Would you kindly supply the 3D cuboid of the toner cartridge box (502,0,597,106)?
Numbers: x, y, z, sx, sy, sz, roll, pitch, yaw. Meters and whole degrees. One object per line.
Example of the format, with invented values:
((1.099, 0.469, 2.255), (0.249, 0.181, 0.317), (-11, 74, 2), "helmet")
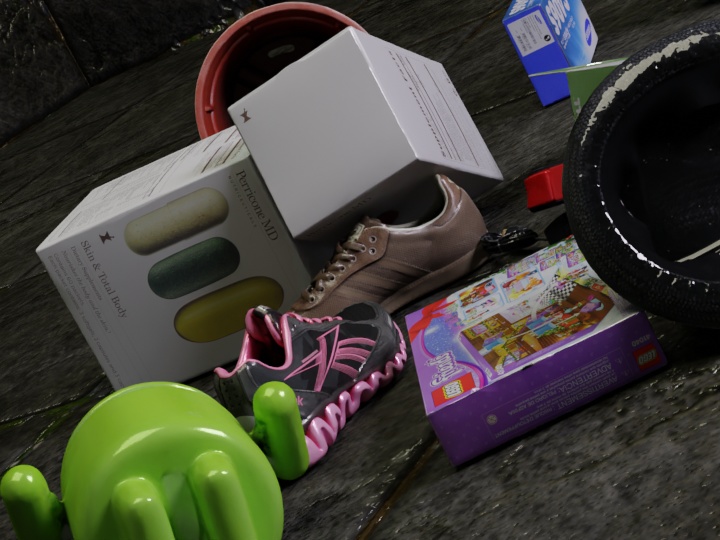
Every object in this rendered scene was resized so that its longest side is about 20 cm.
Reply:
((0.190, -0.238, 1.832), (0.043, 0.095, 0.200), (-21, 16, 19), "toner cartridge box")

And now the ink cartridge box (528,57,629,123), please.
((0.230, -0.138, 1.429), (0.104, 0.059, 0.200), (-14, 7, -28), "ink cartridge box")

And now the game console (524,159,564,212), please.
((0.226, -0.082, 1.276), (0.200, 0.031, 0.177), (-17, -4, 32), "game console")

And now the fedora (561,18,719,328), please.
((0.218, -0.047, 1.065), (0.200, 0.201, 0.092), (-27, -19, 2), "fedora")

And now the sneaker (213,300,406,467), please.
((-0.036, 0.056, 1.225), (0.079, 0.095, 0.200), (-21, 14, 30), "sneaker")

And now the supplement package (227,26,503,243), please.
((0.008, -0.098, 1.457), (0.121, 0.120, 0.200), (-31, -13, 19), "supplement package")

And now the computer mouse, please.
((0.141, -0.032, 1.297), (0.059, 0.034, 0.200), (-10, 3, -28), "computer mouse")

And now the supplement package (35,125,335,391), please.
((-0.126, -0.015, 1.516), (0.200, 0.152, 0.151), (-23, 15, 19), "supplement package")

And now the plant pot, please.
((-0.065, -0.173, 1.919), (0.201, 0.201, 0.195), (-27, 6, 2), "plant pot")

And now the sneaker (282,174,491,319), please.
((0.000, 0.000, 1.387), (0.200, 0.076, 0.070), (-30, 15, -11), "sneaker")

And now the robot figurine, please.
((-0.110, 0.129, 1.056), (0.175, 0.116, 0.200), (-21, 12, -10), "robot figurine")

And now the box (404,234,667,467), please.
((0.101, 0.042, 1.131), (0.137, 0.039, 0.200), (-26, 14, 5), "box")
